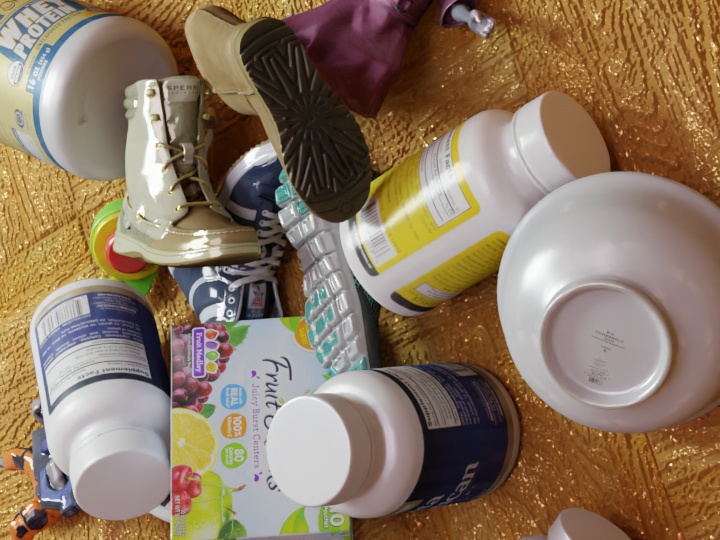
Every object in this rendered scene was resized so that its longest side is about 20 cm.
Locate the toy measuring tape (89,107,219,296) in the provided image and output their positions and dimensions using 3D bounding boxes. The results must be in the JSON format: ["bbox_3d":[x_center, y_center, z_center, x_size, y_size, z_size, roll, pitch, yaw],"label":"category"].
[{"bbox_3d":[-0.190,-0.060,1.839,0.074,0.073,0.201,38,114,32],"label":"toy measuring tape"}]

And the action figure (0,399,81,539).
[{"bbox_3d":[-0.270,0.165,1.919,0.193,0.105,0.201,-26,47,29],"label":"action figure"}]

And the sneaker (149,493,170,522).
[{"bbox_3d":[-0.107,0.170,1.786,0.199,0.073,0.112,18,99,29],"label":"sneaker"}]

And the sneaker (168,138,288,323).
[{"bbox_3d":[-0.085,-0.022,1.757,0.200,0.070,0.109,-45,59,38],"label":"sneaker"}]

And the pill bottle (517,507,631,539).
[{"bbox_3d":[0.130,0.276,1.565,0.111,0.111,0.200,42,115,30],"label":"pill bottle"}]

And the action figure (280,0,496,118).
[{"bbox_3d":[0.032,-0.212,1.666,0.134,0.149,0.200,43,100,-5],"label":"action figure"}]

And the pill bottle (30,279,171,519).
[{"bbox_3d":[-0.215,0.111,1.780,0.111,0.111,0.200,-51,36,27],"label":"pill bottle"}]

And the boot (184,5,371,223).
[{"bbox_3d":[-0.066,-0.129,1.647,0.176,0.066,0.200,67,168,-13],"label":"boot"}]

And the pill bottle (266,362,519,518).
[{"bbox_3d":[0.023,0.130,1.591,0.111,0.200,0.112,1,91,39],"label":"pill bottle"}]

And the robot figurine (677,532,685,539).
[{"bbox_3d":[0.240,0.286,1.473,0.144,0.116,0.201,20,103,44],"label":"robot figurine"}]

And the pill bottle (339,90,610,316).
[{"bbox_3d":[0.089,-0.054,1.593,0.200,0.111,0.112,-31,72,35],"label":"pill bottle"}]

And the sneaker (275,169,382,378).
[{"bbox_3d":[0.000,0.000,1.678,0.078,0.091,0.201,-31,68,59],"label":"sneaker"}]

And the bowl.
[{"bbox_3d":[0.182,0.037,1.484,0.200,0.090,0.202,7,111,18],"label":"bowl"}]

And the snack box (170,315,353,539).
[{"bbox_3d":[-0.080,0.134,1.676,0.142,0.053,0.201,-4,56,-1],"label":"snack box"}]

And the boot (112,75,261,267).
[{"bbox_3d":[-0.143,-0.082,1.714,0.200,0.072,0.155,10,98,58],"label":"boot"}]

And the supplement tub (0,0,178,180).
[{"bbox_3d":[-0.272,-0.170,1.853,0.200,0.144,0.145,22,104,41],"label":"supplement tub"}]
